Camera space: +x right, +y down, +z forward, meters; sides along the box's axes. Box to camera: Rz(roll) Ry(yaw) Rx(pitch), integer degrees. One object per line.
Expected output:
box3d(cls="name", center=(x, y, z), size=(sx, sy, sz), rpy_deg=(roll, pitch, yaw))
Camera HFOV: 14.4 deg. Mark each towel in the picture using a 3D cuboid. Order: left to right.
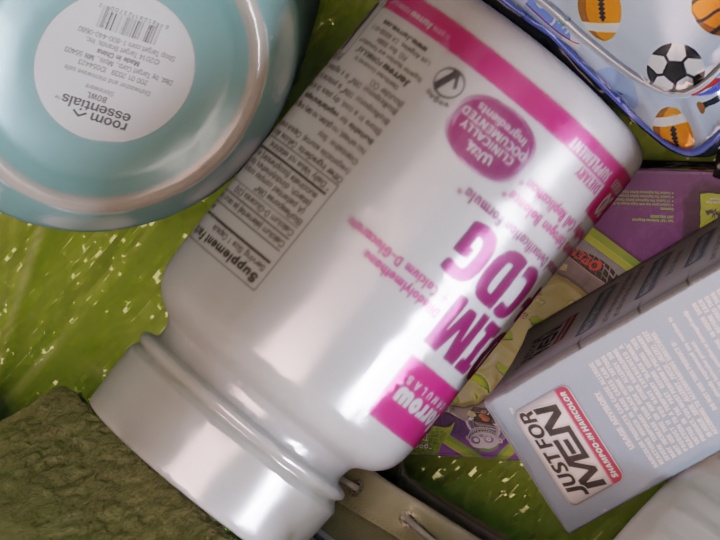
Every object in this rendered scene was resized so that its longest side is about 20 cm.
box3d(cls="towel", center=(-0.126, 0.115, 1.031), size=(0.148, 0.200, 0.037), rpy_deg=(-31, 122, -20))

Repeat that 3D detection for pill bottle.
box3d(cls="pill bottle", center=(0.000, 0.000, 1.033), size=(0.113, 0.113, 0.200), rpy_deg=(39, 90, 3))

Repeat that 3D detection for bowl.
box3d(cls="bowl", center=(-0.100, -0.095, 1.043), size=(0.200, 0.105, 0.201), rpy_deg=(-5, 116, -11))

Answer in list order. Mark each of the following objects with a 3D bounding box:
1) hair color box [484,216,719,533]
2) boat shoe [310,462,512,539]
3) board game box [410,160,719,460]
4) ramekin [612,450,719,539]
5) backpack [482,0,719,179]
box3d(cls="hair color box", center=(0.149, 0.010, 1.025), size=(0.200, 0.099, 0.061), rpy_deg=(-31, 95, 18))
box3d(cls="boat shoe", center=(-0.007, 0.087, 1.104), size=(0.200, 0.072, 0.062), rpy_deg=(38, 99, 27))
box3d(cls="board game box", center=(0.096, 0.016, 1.104), size=(0.200, 0.032, 0.120), rpy_deg=(2, 99, 13))
box3d(cls="ramekin", center=(0.111, 0.158, 1.047), size=(0.098, 0.200, 0.201), rpy_deg=(40, 108, 10))
box3d(cls="backpack", center=(0.117, -0.157, 1.001), size=(0.200, 0.154, 0.191), rpy_deg=(39, 99, 2))
